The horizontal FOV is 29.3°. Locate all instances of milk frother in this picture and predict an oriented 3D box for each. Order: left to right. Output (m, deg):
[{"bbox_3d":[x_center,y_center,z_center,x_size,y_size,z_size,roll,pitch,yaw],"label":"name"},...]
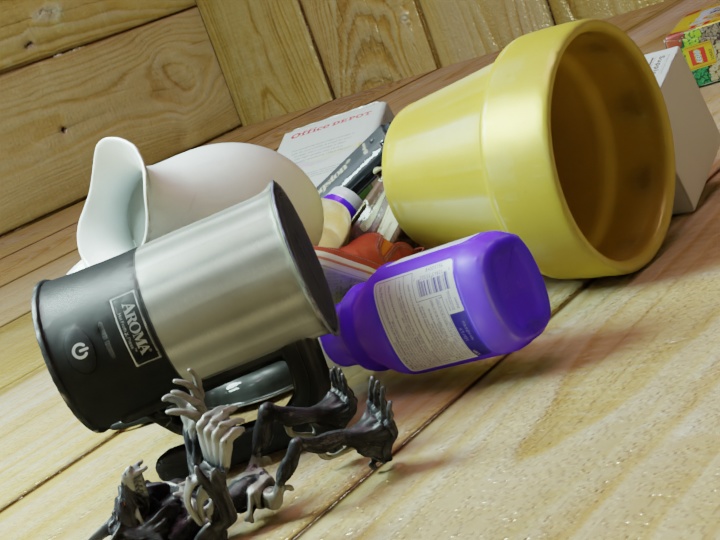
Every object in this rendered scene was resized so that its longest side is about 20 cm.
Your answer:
[{"bbox_3d":[-0.111,0.041,1.016,0.188,0.181,0.200,-22,17,6],"label":"milk frother"}]

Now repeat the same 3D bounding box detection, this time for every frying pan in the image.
[{"bbox_3d":[-0.117,0.094,1.170,0.190,0.031,0.115,-10,13,34],"label":"frying pan"}]

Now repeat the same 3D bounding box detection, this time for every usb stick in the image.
[{"bbox_3d":[-0.032,-0.072,1.403,0.200,0.033,0.055,-43,18,13],"label":"usb stick"}]

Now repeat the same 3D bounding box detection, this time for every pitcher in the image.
[{"bbox_3d":[-0.138,-0.024,1.101,0.200,0.121,0.172,-1,-46,-48],"label":"pitcher"}]

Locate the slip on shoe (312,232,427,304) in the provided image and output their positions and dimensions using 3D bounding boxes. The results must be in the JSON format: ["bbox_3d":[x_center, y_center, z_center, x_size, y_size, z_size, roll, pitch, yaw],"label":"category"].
[{"bbox_3d":[0.000,0.000,1.118,0.074,0.061,0.200,-23,-17,32],"label":"slip on shoe"}]

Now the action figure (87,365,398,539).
[{"bbox_3d":[-0.084,0.114,0.831,0.200,0.102,0.119,-23,23,-22],"label":"action figure"}]

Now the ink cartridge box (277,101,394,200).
[{"bbox_3d":[-0.033,-0.099,1.617,0.145,0.088,0.200,-15,34,24],"label":"ink cartridge box"}]

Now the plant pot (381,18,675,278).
[{"bbox_3d":[0.128,-0.088,1.126,0.189,0.201,0.201,-7,17,39],"label":"plant pot"}]

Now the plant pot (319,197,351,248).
[{"bbox_3d":[-0.095,0.001,1.220,0.200,0.028,0.200,-21,26,11],"label":"plant pot"}]

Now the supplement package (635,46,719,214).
[{"bbox_3d":[0.212,-0.112,1.272,0.200,0.110,0.114,-9,35,39],"label":"supplement package"}]

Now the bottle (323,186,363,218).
[{"bbox_3d":[-0.069,-0.003,1.310,0.083,0.065,0.200,-2,38,52],"label":"bottle"}]

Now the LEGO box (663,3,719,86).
[{"bbox_3d":[0.509,-0.320,1.878,0.149,0.077,0.200,-15,13,26],"label":"LEGO box"}]

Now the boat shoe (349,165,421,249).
[{"bbox_3d":[0.045,-0.090,1.306,0.075,0.075,0.203,19,64,30],"label":"boat shoe"}]

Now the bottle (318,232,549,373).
[{"bbox_3d":[0.042,0.032,0.994,0.065,0.084,0.200,-27,5,-42],"label":"bottle"}]
